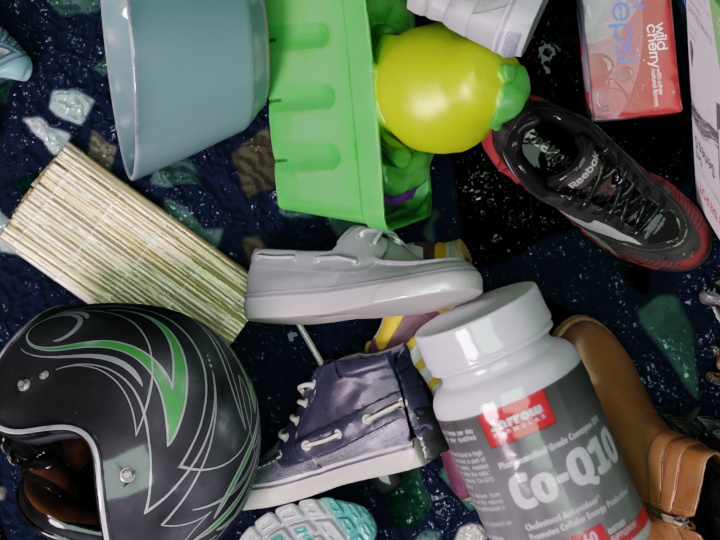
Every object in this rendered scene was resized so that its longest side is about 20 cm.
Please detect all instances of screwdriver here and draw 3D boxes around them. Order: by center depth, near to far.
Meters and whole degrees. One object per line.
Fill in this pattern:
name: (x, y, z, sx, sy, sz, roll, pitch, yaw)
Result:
screwdriver: (-0.024, 0.084, 1.513, 0.028, 0.029, 0.200, -30, 95, 4)

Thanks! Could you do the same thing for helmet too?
helmet: (-0.165, 0.124, 1.434, 0.190, 0.200, 0.200, 18, 96, 20)

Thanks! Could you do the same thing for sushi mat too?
sushi mat: (-0.176, -0.006, 1.515, 0.200, 0.012, 0.096, 36, 98, -2)

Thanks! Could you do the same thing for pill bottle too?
pill bottle: (0.121, 0.118, 1.403, 0.114, 0.114, 0.200, -23, 97, 4)

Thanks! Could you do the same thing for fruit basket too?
fruit basket: (0.035, -0.133, 1.424, 0.215, 0.155, 0.216, 2, 98, 17)

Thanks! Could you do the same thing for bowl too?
bowl: (-0.127, -0.170, 1.420, 0.105, 0.201, 0.201, -7, 96, -13)

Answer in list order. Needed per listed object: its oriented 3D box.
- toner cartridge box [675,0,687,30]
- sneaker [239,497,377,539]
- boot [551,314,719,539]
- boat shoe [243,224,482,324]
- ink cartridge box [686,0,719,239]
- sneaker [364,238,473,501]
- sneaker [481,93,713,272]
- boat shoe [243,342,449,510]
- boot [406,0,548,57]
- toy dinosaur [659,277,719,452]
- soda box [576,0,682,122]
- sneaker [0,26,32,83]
toner cartridge box: (0.339, -0.220, 1.464, 0.200, 0.043, 0.095, -21, 94, 4)
sneaker: (-0.069, 0.238, 1.500, 0.200, 0.091, 0.078, -33, 74, 12)
boot: (0.213, 0.129, 1.440, 0.077, 0.155, 0.200, -18, 96, -16)
boat shoe: (0.000, 0.000, 1.446, 0.200, 0.072, 0.069, -8, 80, 39)
ink cartridge box: (0.291, -0.109, 1.391, 0.084, 0.146, 0.200, -9, 119, -2)
sneaker: (0.052, 0.078, 1.494, 0.090, 0.075, 0.200, -7, 89, 11)
sneaker: (0.179, -0.061, 1.458, 0.200, 0.098, 0.071, 35, 94, -3)
boat shoe: (-0.030, 0.117, 1.476, 0.200, 0.075, 0.093, -18, 92, 26)
boot: (0.104, -0.242, 1.360, 0.095, 0.074, 0.200, 24, 58, 6)
toy dinosaur: (0.312, 0.101, 1.477, 0.136, 0.102, 0.200, -33, 72, -12)
soda box: (0.195, -0.213, 1.459, 0.070, 0.063, 0.200, -6, 96, 3)
sneaker: (-0.326, -0.105, 1.481, 0.086, 0.078, 0.200, 37, 96, -5)
